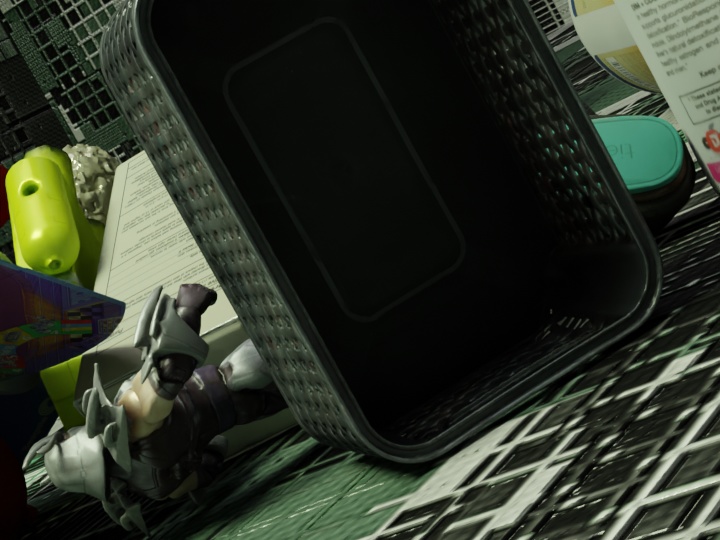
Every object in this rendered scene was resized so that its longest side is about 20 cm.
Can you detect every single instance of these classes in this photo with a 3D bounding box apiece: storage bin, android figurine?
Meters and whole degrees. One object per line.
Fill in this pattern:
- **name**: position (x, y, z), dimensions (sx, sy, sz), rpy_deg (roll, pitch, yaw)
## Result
- **storage bin**: position (0.005, -0.042, 0.709), dimensions (0.135, 0.201, 0.094), rpy_deg (-31, 7, -15)
- **android figurine**: position (-0.147, 0.027, 1.012), dimensions (0.041, 0.182, 0.200), rpy_deg (-20, 44, 0)

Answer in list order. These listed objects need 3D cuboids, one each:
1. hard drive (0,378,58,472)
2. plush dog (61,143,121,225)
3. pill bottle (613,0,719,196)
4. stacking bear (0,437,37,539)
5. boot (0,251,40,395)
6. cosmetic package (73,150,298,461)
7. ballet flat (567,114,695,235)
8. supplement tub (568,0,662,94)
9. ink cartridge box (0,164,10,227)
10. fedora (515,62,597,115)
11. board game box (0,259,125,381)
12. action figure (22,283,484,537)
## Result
- **hard drive**: position (-0.256, 0.099, 1.003), dimensions (0.200, 0.025, 0.132), rpy_deg (0, -50, -51)
- **plush dog**: position (-0.122, -0.003, 1.293), dimensions (0.160, 0.201, 0.172), rpy_deg (15, 36, 23)
- **pill bottle**: position (0.162, -0.143, 0.816), dimensions (0.113, 0.201, 0.113), rpy_deg (-29, 6, 4)
- **stacking bear**: position (-0.227, 0.121, 0.915), dimensions (0.121, 0.114, 0.200), rpy_deg (3, 2, 14)
- **boot**: position (-0.239, 0.019, 0.923), dimensions (0.095, 0.074, 0.200), rpy_deg (-7, -20, 17)
- **cosmetic package**: position (-0.076, 0.005, 0.951), dimensions (0.105, 0.071, 0.200), rpy_deg (-26, 33, 20)
- **ballet flat**: position (0.050, -0.036, 0.851), dimensions (0.199, 0.068, 0.068), rpy_deg (5, -27, 5)
- **supplement tub**: position (0.217, -0.185, 1.172), dimensions (0.144, 0.145, 0.200), rpy_deg (-30, 6, -4)
- **ink cartridge box**: position (-0.273, 0.001, 0.995), dimensions (0.176, 0.084, 0.200), rpy_deg (-48, -37, 5)
- **fedora**: position (0.056, -0.063, 1.018), dimensions (0.091, 0.176, 0.200), rpy_deg (-58, 17, -3)
- **board game box**: position (-0.204, 0.039, 0.824), dimensions (0.157, 0.039, 0.200), rpy_deg (-20, -26, 30)
- **action figure**: position (-0.049, 0.048, 0.796), dimensions (0.199, 0.070, 0.130), rpy_deg (-22, -20, -14)
